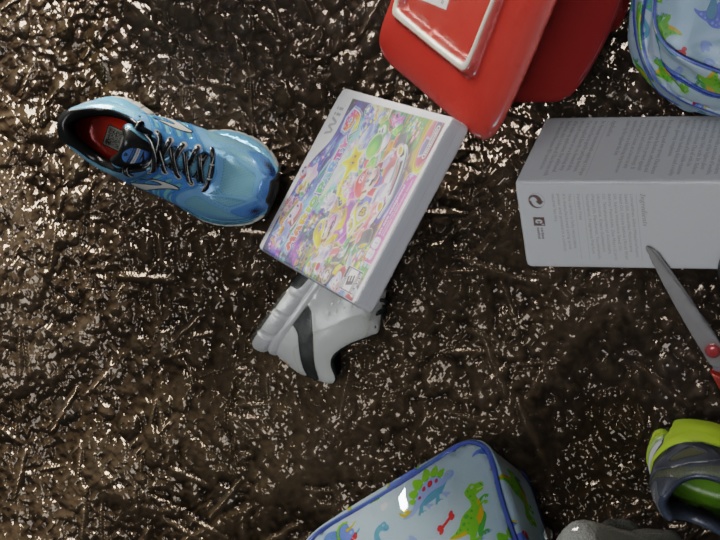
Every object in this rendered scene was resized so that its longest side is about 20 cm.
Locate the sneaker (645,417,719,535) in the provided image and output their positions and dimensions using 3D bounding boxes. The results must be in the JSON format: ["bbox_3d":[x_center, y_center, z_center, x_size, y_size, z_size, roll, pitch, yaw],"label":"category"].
[{"bbox_3d":[0.292,0.161,1.100,0.198,0.081,0.075,5,119,16],"label":"sneaker"}]

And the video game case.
[{"bbox_3d":[-0.003,-0.057,1.167,0.018,0.200,0.144,28,90,-25],"label":"video game case"}]

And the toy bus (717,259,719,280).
[{"bbox_3d":[0.280,0.068,1.024,0.077,0.065,0.203,-1,90,-19],"label":"toy bus"}]

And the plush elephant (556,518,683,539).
[{"bbox_3d":[0.206,0.263,1.121,0.165,0.199,0.155,53,131,25],"label":"plush elephant"}]

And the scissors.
[{"bbox_3d":[0.248,0.068,1.115,0.200,0.014,0.073,41,125,-11],"label":"scissors"}]

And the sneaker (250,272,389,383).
[{"bbox_3d":[0.000,0.000,1.236,0.080,0.074,0.201,36,109,1],"label":"sneaker"}]

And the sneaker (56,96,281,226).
[{"bbox_3d":[-0.158,-0.085,1.274,0.198,0.090,0.079,17,98,19],"label":"sneaker"}]

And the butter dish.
[{"bbox_3d":[0.127,-0.204,1.136,0.200,0.147,0.202,48,123,53],"label":"butter dish"}]

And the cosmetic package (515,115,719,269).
[{"bbox_3d":[0.218,-0.056,1.114,0.198,0.102,0.072,1,122,22],"label":"cosmetic package"}]

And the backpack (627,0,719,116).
[{"bbox_3d":[0.258,-0.203,1.079,0.162,0.154,0.202,23,107,-4],"label":"backpack"}]

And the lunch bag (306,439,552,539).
[{"bbox_3d":[0.048,0.229,1.182,0.199,0.082,0.162,-34,43,17],"label":"lunch bag"}]
